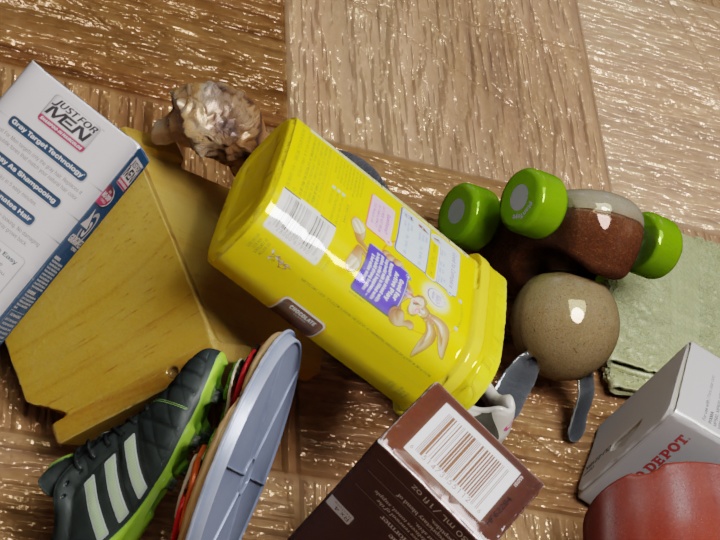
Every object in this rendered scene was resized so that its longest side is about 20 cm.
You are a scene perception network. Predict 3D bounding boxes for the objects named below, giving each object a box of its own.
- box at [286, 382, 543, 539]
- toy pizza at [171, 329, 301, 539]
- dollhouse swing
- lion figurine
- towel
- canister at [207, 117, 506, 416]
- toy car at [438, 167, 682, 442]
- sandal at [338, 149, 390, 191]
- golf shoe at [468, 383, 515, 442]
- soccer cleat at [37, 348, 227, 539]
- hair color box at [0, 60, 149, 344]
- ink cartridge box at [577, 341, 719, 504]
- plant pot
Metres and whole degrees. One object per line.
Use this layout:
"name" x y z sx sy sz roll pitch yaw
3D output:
"box" 0.025 0.171 1.006 0.100 0.200 0.075 43 51 7
"toy pizza" -0.088 0.130 0.982 0.032 0.200 0.200 20 48 7
"dollhouse swing" -0.154 0.026 1.126 0.182 0.176 0.200 -28 67 5
"lion figurine" -0.074 -0.071 1.133 0.200 0.072 0.123 45 4 -20
"towel" 0.280 0.040 1.347 0.148 0.036 0.200 19 51 -14
"canister" 0.000 0.000 1.040 0.200 0.087 0.149 38 32 -17
"toy car" 0.158 0.037 1.242 0.164 0.158 0.200 17 75 -32
"sandal" 0.019 -0.023 1.234 0.076 0.043 0.200 -44 66 -6
"golf shoe" 0.046 0.062 1.174 0.200 0.088 0.077 47 50 11
"soccer cleat" -0.158 0.130 0.975 0.081 0.068 0.200 31 86 5
"hair color box" -0.248 -0.033 1.032 0.100 0.061 0.200 38 84 4
"ink cartridge box" 0.297 0.167 1.191 0.200 0.144 0.084 30 46 -6
"plant pot" 0.242 0.259 1.078 0.200 0.201 0.195 19 42 -15
